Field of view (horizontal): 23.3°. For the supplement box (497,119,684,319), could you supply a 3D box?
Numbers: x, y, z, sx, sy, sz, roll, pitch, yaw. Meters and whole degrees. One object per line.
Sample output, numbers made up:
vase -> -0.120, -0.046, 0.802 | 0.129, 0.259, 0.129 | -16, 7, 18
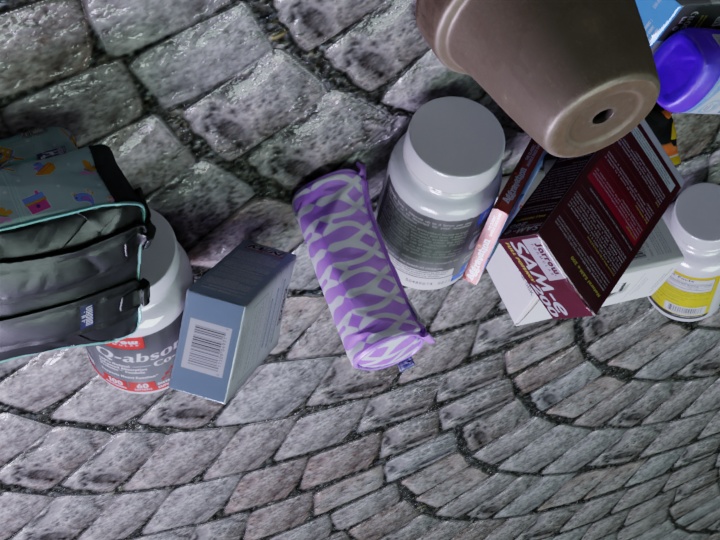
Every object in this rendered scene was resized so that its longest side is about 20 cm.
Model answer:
supplement box -> 0.229, -0.059, 1.715 | 0.061, 0.109, 0.200 | -9, -146, 50

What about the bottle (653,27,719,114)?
bottle -> 0.365, -0.192, 1.703 | 0.199, 0.065, 0.084 | -2, 143, -43

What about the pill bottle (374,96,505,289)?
pill bottle -> 0.078, -0.076, 1.732 | 0.113, 0.114, 0.200 | -18, 154, -19

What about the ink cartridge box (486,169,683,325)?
ink cartridge box -> 0.234, -0.034, 1.933 | 0.199, 0.147, 0.083 | -11, 153, -30

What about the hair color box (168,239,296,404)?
hair color box -> -0.120, 0.046, 1.677 | 0.200, 0.060, 0.100 | -49, 153, -72

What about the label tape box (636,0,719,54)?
label tape box -> 0.285, -0.231, 1.701 | 0.199, 0.064, 0.144 | -10, 149, -35

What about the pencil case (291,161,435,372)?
pencil case -> 0.000, 0.000, 1.706 | 0.085, 0.201, 0.084 | -29, 162, 18

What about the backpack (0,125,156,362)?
backpack -> -0.288, -0.014, 1.432 | 0.199, 0.153, 0.176 | -21, 145, -28

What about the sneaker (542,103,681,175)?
sneaker -> 0.259, -0.143, 1.834 | 0.199, 0.091, 0.070 | -8, -176, -42

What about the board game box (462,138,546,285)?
board game box -> 0.157, -0.083, 1.756 | 0.200, 0.019, 0.103 | -58, 171, -45

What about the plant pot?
plant pot -> 0.170, -0.199, 1.517 | 0.199, 0.175, 0.201 | -21, 154, -11

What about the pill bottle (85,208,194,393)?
pill bottle -> -0.212, 0.027, 1.639 | 0.115, 0.116, 0.200 | -22, 155, -11

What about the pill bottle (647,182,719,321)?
pill bottle -> 0.419, -0.025, 2.178 | 0.111, 0.112, 0.200 | -22, 155, -10
